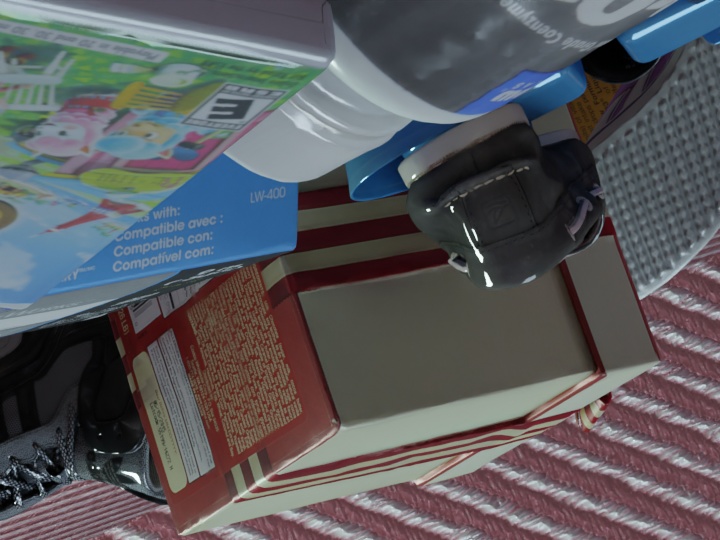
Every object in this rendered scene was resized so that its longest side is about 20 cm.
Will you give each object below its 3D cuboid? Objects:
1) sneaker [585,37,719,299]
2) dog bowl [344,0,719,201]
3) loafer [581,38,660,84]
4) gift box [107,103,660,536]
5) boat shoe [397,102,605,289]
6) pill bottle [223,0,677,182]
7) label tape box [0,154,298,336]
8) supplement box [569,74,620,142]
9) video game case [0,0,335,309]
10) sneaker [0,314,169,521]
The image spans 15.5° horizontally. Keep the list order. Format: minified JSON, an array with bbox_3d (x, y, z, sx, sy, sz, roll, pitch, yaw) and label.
[{"bbox_3d":[0.144,-0.073,1.231,0.201,0.073,0.114,-54,-166,7],"label":"sneaker"},{"bbox_3d":[0.076,-0.090,0.920,0.199,0.050,0.111,-26,173,9],"label":"dog bowl"},{"bbox_3d":[0.100,-0.110,1.084,0.068,0.071,0.200,-30,172,36],"label":"loafer"},{"bbox_3d":[0.000,0.000,1.145,0.186,0.185,0.200,-10,170,-31],"label":"gift box"},{"bbox_3d":[0.055,-0.017,0.944,0.067,0.057,0.200,-26,174,9],"label":"boat shoe"},{"bbox_3d":[0.037,-0.109,0.695,0.200,0.114,0.114,-30,172,32],"label":"pill bottle"},{"bbox_3d":[-0.102,-0.019,0.876,0.144,0.064,0.200,-11,176,-37],"label":"label tape box"},{"bbox_3d":[0.112,-0.085,1.337,0.199,0.069,0.067,-24,172,-24],"label":"supplement box"},{"bbox_3d":[-0.136,-0.039,0.664,0.199,0.022,0.182,8,155,-31],"label":"video game case"},{"bbox_3d":[-0.154,0.092,1.293,0.200,0.114,0.076,-48,143,-15],"label":"sneaker"}]
